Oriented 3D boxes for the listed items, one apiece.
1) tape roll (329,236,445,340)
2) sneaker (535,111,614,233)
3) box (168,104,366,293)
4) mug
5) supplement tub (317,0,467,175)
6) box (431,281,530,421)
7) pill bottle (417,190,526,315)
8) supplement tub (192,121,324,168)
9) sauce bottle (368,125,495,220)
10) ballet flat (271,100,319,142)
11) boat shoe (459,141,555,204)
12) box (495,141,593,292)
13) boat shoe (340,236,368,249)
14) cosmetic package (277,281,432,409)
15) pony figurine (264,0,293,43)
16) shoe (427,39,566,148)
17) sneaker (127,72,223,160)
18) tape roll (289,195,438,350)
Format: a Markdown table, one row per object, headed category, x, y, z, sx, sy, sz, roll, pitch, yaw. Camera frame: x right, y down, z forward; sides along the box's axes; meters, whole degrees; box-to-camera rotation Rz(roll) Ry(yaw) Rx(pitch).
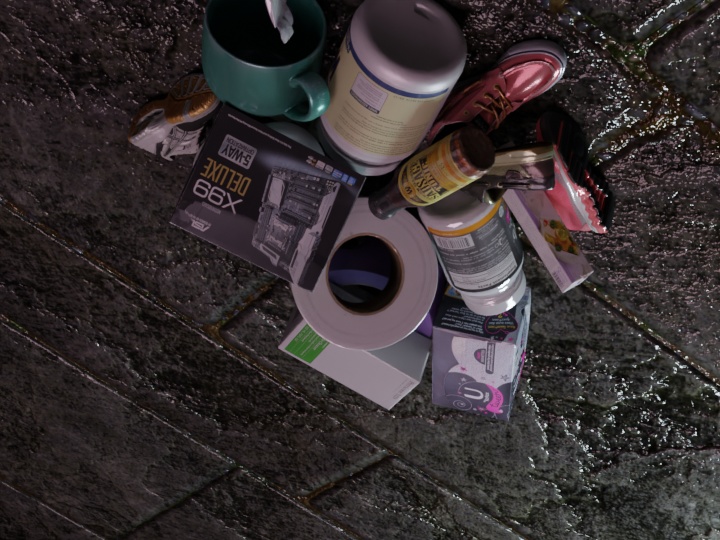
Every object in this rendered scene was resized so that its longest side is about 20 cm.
| category | x | y | z | sx | sy | sz | roll | pitch | yaw |
| --- | --- | --- | --- | --- | --- | --- | --- | --- | --- |
| tape roll | 0.024 | 0.033 | 1.949 | 0.197 | 0.086 | 0.201 | 14 | 144 | 10 |
| sneaker | 0.254 | -0.116 | 1.661 | 0.086 | 0.074 | 0.201 | -6 | 136 | 33 |
| box | -0.115 | -0.087 | 1.593 | 0.198 | 0.160 | 0.050 | 27 | 178 | -8 |
| mug | -0.119 | -0.252 | 1.579 | 0.149 | 0.187 | 0.115 | 2 | 145 | -10 |
| supplement tub | 0.032 | -0.223 | 1.574 | 0.143 | 0.146 | 0.201 | 24 | 143 | -5 |
| box | 0.181 | 0.117 | 1.952 | 0.130 | 0.116 | 0.201 | 12 | 143 | 12 |
| pill bottle | 0.157 | -0.039 | 1.769 | 0.115 | 0.118 | 0.201 | -1 | 139 | 26 |
| supplement tub | -0.136 | -0.128 | 1.727 | 0.131 | 0.133 | 0.199 | 37 | 167 | -21 |
| sauce bottle | 0.083 | -0.113 | 1.606 | 0.066 | 0.067 | 0.199 | 35 | 143 | -19 |
| ballet flat | -0.074 | -0.208 | 1.712 | 0.198 | 0.070 | 0.070 | 26 | 143 | -8 |
| boat shoe | 0.159 | -0.115 | 1.624 | 0.199 | 0.071 | 0.067 | -8 | 94 | 44 |
| box | 0.227 | -0.069 | 1.663 | 0.202 | 0.038 | 0.041 | 59 | 161 | 11 |
| boat shoe | -0.075 | -0.062 | 1.900 | 0.197 | 0.058 | 0.067 | -2 | 138 | 28 |
| cosmetic package | -0.007 | 0.109 | 1.918 | 0.198 | 0.086 | 0.108 | 30 | 140 | -10 |
| pony figurine | -0.101 | -0.379 | 1.463 | 0.198 | 0.167 | 0.195 | 13 | 138 | 36 |
| shoe | 0.164 | -0.203 | 1.580 | 0.199 | 0.092 | 0.071 | -22 | 126 | 43 |
| sneaker | -0.237 | -0.209 | 1.796 | 0.087 | 0.077 | 0.199 | 32 | 151 | -31 |
| tape roll | 0.000 | 0.000 | 1.769 | 0.200 | 0.205 | 0.139 | 26 | -178 | -7 |
